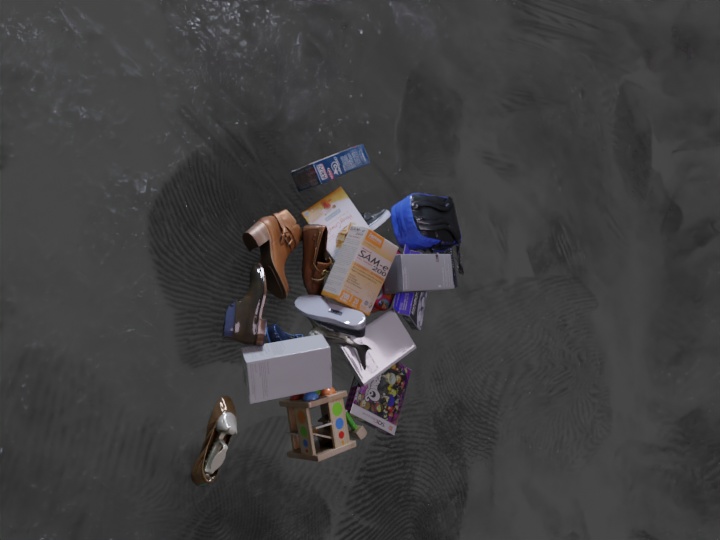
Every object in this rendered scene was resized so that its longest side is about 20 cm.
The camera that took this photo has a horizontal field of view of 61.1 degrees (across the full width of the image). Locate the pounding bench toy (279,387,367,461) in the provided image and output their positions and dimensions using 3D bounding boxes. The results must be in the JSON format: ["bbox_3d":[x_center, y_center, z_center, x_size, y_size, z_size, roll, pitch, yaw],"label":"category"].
[{"bbox_3d":[-0.080,0.363,1.519,0.200,0.124,0.157,-7,88,-43],"label":"pounding bench toy"}]

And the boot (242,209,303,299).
[{"bbox_3d":[-0.193,-0.044,1.521,0.155,0.074,0.201,-40,115,-46],"label":"boot"}]

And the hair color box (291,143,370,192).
[{"bbox_3d":[-0.079,-0.278,1.644,0.200,0.100,0.061,-32,104,-42],"label":"hair color box"}]

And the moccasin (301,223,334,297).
[{"bbox_3d":[-0.105,-0.019,1.570,0.074,0.077,0.202,-22,115,-66],"label":"moccasin"}]

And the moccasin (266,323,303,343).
[{"bbox_3d":[-0.156,0.198,1.504,0.200,0.068,0.081,54,17,-31],"label":"moccasin"}]

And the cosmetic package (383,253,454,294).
[{"bbox_3d":[0.160,0.008,1.695,0.200,0.090,0.107,-3,86,-42],"label":"cosmetic package"}]

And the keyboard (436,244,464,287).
[{"bbox_3d":[0.298,-0.043,2.012,0.127,0.021,0.201,-6,88,-43],"label":"keyboard"}]

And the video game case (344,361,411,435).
[{"bbox_3d":[0.051,0.336,1.706,0.181,0.036,0.201,35,60,-33],"label":"video game case"}]

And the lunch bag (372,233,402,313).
[{"bbox_3d":[0.028,0.001,1.716,0.176,0.082,0.200,36,59,-29],"label":"lunch bag"}]

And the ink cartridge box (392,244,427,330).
[{"bbox_3d":[0.155,0.052,1.790,0.200,0.043,0.199,50,48,-60],"label":"ink cartridge box"}]

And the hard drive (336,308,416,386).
[{"bbox_3d":[0.046,0.210,1.680,0.200,0.026,0.132,-31,89,-30],"label":"hard drive"}]

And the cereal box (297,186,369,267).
[{"bbox_3d":[-0.053,-0.104,1.630,0.144,0.040,0.200,-38,95,-24],"label":"cereal box"}]

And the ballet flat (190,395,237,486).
[{"bbox_3d":[-0.310,0.375,1.339,0.068,0.072,0.200,37,59,-33],"label":"ballet flat"}]

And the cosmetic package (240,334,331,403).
[{"bbox_3d":[-0.170,0.227,1.417,0.199,0.081,0.113,-7,111,-20],"label":"cosmetic package"}]

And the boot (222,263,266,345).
[{"bbox_3d":[-0.270,0.074,1.414,0.097,0.075,0.201,3,66,-19],"label":"boot"}]

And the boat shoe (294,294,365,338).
[{"bbox_3d":[-0.077,0.120,1.541,0.072,0.199,0.068,-55,152,-43],"label":"boat shoe"}]

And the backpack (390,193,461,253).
[{"bbox_3d":[0.179,-0.130,1.808,0.200,0.168,0.163,5,63,-45],"label":"backpack"}]

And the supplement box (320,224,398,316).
[{"bbox_3d":[0.000,0.000,1.574,0.126,0.073,0.201,29,82,-39],"label":"supplement box"}]

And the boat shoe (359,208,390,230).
[{"bbox_3d":[0.013,-0.134,1.728,0.200,0.069,0.057,-39,99,-40],"label":"boat shoe"}]

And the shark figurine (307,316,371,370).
[{"bbox_3d":[-0.079,0.195,1.587,0.214,0.128,0.090,21,102,-40],"label":"shark figurine"}]
